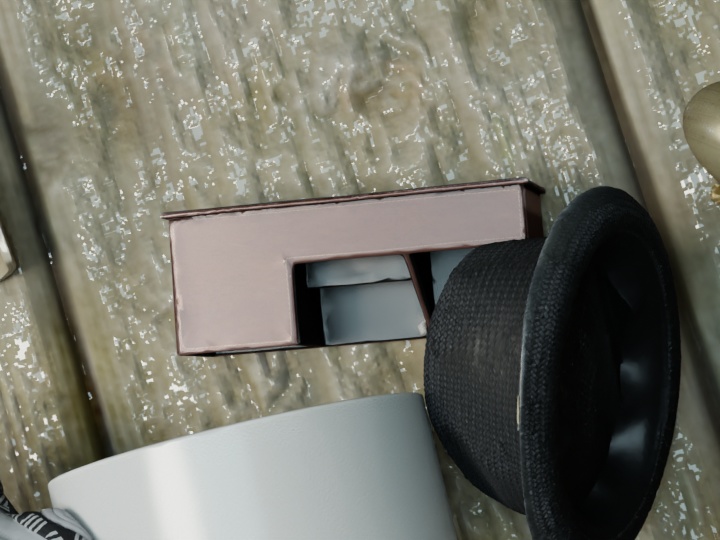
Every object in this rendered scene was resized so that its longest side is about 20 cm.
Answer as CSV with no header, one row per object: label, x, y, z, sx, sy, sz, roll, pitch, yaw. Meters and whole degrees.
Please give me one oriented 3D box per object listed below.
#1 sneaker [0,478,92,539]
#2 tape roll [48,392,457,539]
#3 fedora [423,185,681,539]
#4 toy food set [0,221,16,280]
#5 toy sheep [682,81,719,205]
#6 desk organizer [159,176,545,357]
sneaker,-0.209,0.144,1.200,0.200,0.115,0.075,39,128,40
tape roll,-0.048,0.152,1.251,0.202,0.203,0.140,-16,83,10
fedora,0.091,0.054,1.251,0.091,0.200,0.202,8,87,30
toy food set,-0.304,-0.033,1.393,0.199,0.060,0.144,-23,81,9
toy sheep,0.260,-0.066,1.238,0.199,0.138,0.139,8,87,24
desk organizer,0.000,0.000,1.320,0.199,0.072,0.077,-5,86,12
